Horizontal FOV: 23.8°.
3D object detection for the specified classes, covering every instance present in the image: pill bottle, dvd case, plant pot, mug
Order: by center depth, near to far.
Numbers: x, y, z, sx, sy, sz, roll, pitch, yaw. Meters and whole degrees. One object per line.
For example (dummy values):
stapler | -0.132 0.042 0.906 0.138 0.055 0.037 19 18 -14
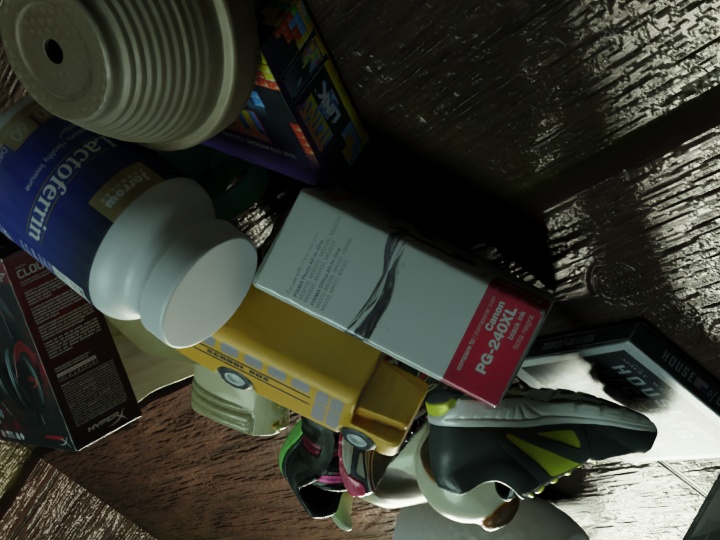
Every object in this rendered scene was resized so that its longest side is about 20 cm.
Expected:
plant pot | -0.171 -0.162 1.133 0.200 0.093 0.201 22 130 28
pill bottle | -0.177 -0.036 1.227 0.200 0.116 0.116 35 163 24
dvd case | 0.219 0.102 1.372 0.150 0.025 0.200 38 160 -14
mug | -0.182 -0.088 1.410 0.152 0.115 0.185 42 159 -22
mug | 0.159 0.297 1.778 0.175 0.148 0.200 7 179 38

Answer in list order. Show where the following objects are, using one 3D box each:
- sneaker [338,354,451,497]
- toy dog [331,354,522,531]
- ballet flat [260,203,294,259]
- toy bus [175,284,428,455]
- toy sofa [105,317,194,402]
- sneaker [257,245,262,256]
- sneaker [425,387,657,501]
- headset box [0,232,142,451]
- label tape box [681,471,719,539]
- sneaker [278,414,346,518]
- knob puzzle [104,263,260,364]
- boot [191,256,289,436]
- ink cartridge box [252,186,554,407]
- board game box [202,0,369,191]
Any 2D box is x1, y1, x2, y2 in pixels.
sneaker | 0.045 0.102 1.389 0.074 0.200 0.081 21 146 22
toy dog | 0.063 0.153 1.501 0.200 0.194 0.140 14 141 57
ballet flat | 0.000 0.000 1.392 0.200 0.070 0.070 19 156 34
toy bus | -0.047 0.065 1.308 0.200 0.065 0.078 26 152 7
toy sofa | -0.185 0.052 1.602 0.083 0.200 0.098 11 115 47
sneaker | -0.054 0.019 1.535 0.199 0.079 0.079 4 117 12
sneaker | 0.137 0.136 1.325 0.199 0.085 0.074 6 -175 -21
headset box | -0.288 0.049 1.490 0.148 0.075 0.201 0 113 52
label tape box | 0.341 0.236 1.322 0.200 0.144 0.063 5 144 52
sneaker | -0.019 0.140 1.446 0.200 0.077 0.084 101 153 -50
knob puzzle | -0.148 0.015 1.402 0.219 0.031 0.220 16 145 12
boot | -0.055 0.070 1.478 0.199 0.073 0.156 4 121 5
ink cartridge box | 0.036 0.014 1.271 0.200 0.084 0.145 27 -173 7
board game box | -0.109 -0.151 1.242 0.200 0.057 0.165 21 156 31
